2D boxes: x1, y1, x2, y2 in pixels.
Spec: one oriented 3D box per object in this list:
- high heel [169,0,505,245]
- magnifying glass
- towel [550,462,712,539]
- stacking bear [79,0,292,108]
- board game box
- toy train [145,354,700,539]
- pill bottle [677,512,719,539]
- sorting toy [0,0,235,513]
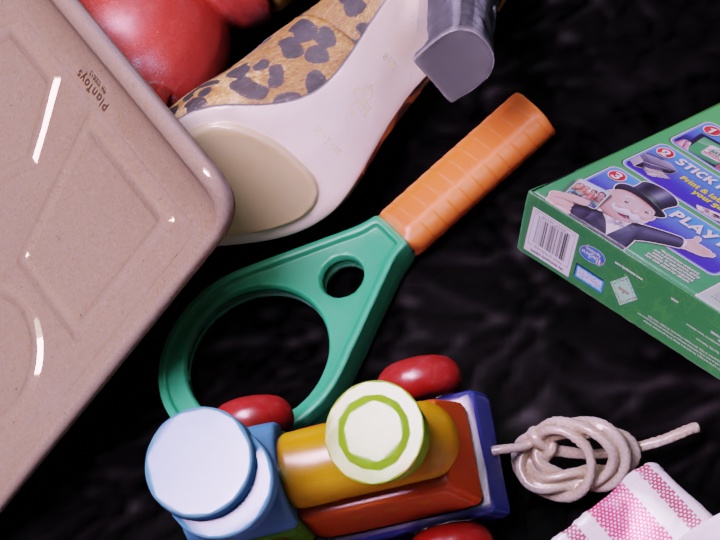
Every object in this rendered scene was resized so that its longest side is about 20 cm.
[{"bbox_3d":[-0.023,-0.082,1.260,0.200,0.071,0.143,-26,25,18],"label":"high heel"},{"bbox_3d":[0.000,0.000,1.223,0.200,0.022,0.080,-43,58,-6],"label":"magnifying glass"},{"bbox_3d":[0.079,0.179,1.091,0.200,0.030,0.146,-39,58,-6],"label":"towel"},{"bbox_3d":[-0.058,-0.151,1.276,0.121,0.114,0.200,28,78,31],"label":"stacking bear"},{"bbox_3d":[0.177,0.008,1.111,0.200,0.029,0.134,34,39,31],"label":"board game box"},{"bbox_3d":[0.023,0.067,1.111,0.199,0.116,0.085,-14,75,11],"label":"toy train"},{"bbox_3d":[0.174,0.176,0.995,0.112,0.112,0.200,-20,68,6],"label":"pill bottle"},{"bbox_3d":[-0.149,-0.014,1.230,0.200,0.036,0.185,-53,55,19],"label":"sorting toy"}]
